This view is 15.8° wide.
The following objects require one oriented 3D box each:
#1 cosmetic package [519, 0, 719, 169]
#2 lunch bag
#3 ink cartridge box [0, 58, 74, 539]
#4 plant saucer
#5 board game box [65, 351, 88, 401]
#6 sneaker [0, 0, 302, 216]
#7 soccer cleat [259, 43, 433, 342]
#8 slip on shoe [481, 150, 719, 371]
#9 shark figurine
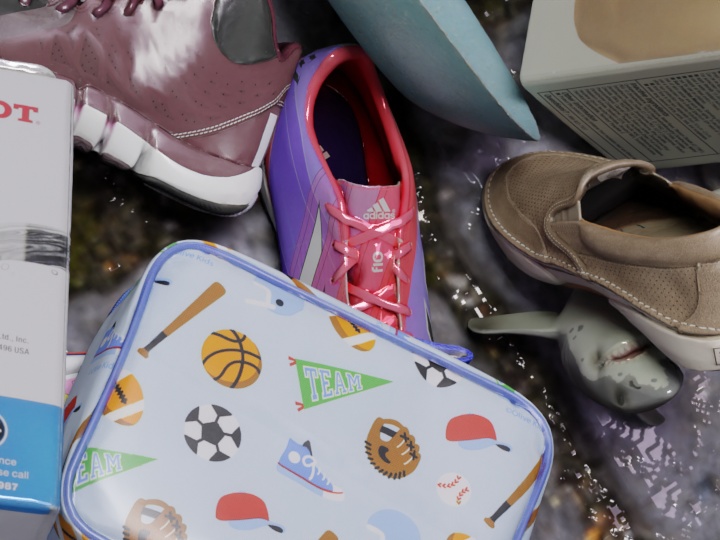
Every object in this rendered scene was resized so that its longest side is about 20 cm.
[{"bbox_3d":[0.183,-0.103,1.150,0.105,0.200,0.071,36,58,-48],"label":"cosmetic package"},{"bbox_3d":[-0.023,0.084,1.044,0.200,0.076,0.161,27,58,-11],"label":"lunch bag"},{"bbox_3d":[-0.189,0.015,0.994,0.144,0.084,0.200,9,54,-15],"label":"ink cartridge box"},{"bbox_3d":[0.007,-0.130,1.131,0.039,0.201,0.201,-34,87,9],"label":"plant saucer"},{"bbox_3d":[-0.192,0.113,1.030,0.199,0.040,0.154,-1,74,-22],"label":"board game box"},{"bbox_3d":[-0.114,-0.112,1.099,0.200,0.076,0.116,26,88,-21],"label":"sneaker"},{"bbox_3d":[0.000,0.000,1.125,0.068,0.073,0.201,-7,76,-23],"label":"soccer cleat"},{"bbox_3d":[0.111,-0.022,1.112,0.076,0.200,0.061,-25,119,-12],"label":"slip on shoe"},{"bbox_3d":[0.140,0.021,1.188,0.214,0.128,0.090,-44,118,-44],"label":"shark figurine"}]
